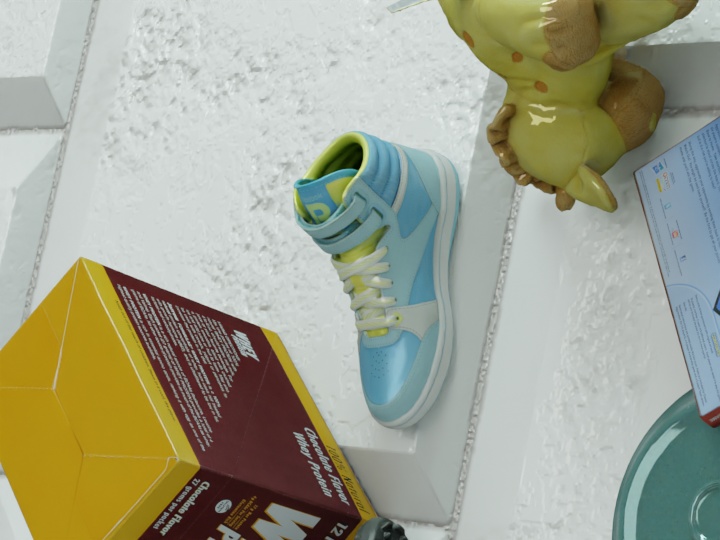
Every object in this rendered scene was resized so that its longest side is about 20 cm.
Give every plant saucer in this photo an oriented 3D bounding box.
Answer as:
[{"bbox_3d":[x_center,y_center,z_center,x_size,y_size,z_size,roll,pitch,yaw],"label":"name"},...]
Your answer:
[{"bbox_3d":[0.223,0.150,1.561,0.199,0.036,0.202,-18,63,39],"label":"plant saucer"}]

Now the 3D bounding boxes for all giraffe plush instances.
[{"bbox_3d":[0.135,-0.126,1.669,0.199,0.163,0.173,-14,26,13],"label":"giraffe plush"}]

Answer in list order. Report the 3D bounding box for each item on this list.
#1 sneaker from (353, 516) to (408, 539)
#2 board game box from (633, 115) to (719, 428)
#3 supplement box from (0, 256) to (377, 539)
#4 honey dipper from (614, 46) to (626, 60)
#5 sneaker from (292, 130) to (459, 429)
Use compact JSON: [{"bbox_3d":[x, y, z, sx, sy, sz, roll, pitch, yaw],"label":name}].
[{"bbox_3d":[-0.014,0.263,1.721,0.090,0.066,0.202,-5,73,40],"label":"sneaker"},{"bbox_3d":[0.232,-0.009,1.598,0.103,0.019,0.201,-34,45,26],"label":"board game box"},{"bbox_3d":[-0.128,0.128,1.786,0.133,0.199,0.198,-47,48,19],"label":"supplement box"},{"bbox_3d":[0.199,-0.229,1.732,0.038,0.038,0.201,25,97,46],"label":"honey dipper"},{"bbox_3d":[0.000,0.000,1.763,0.079,0.130,0.202,-12,67,38],"label":"sneaker"}]
